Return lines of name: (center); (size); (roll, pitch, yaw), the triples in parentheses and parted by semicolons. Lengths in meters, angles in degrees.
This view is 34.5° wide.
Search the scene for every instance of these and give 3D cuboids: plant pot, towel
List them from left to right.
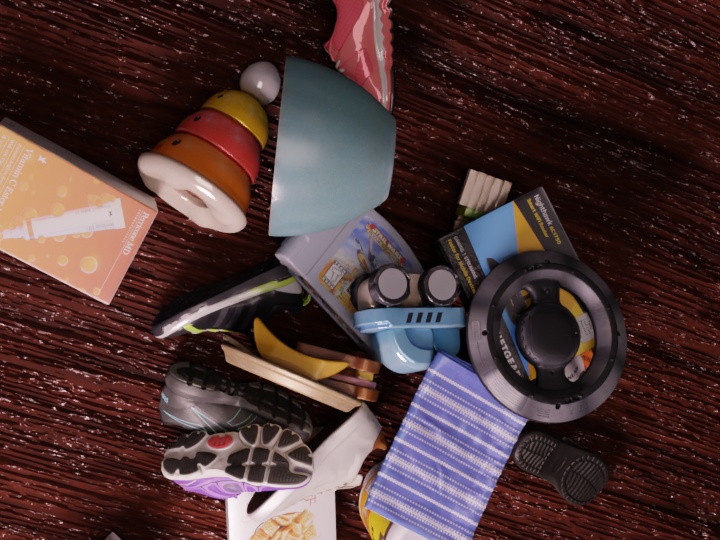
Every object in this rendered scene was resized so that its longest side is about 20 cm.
plant pot: (-0.030, -0.135, 1.325); (0.132, 0.200, 0.204); (5, 101, -5)
towel: (0.106, 0.210, 1.335); (0.143, 0.024, 0.202); (29, 81, -18)

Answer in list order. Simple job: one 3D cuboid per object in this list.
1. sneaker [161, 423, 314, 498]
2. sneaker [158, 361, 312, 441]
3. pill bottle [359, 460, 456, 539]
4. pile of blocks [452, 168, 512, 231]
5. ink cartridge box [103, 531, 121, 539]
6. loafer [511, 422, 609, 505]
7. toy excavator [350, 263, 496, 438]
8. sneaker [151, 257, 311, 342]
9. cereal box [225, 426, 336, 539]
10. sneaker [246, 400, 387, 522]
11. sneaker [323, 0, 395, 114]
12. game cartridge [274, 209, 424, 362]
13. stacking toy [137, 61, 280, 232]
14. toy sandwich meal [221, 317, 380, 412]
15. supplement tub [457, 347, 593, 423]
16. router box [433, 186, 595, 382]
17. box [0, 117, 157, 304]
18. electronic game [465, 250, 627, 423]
sneaker: (-0.141, 0.237, 1.403); (0.197, 0.082, 0.084); (-1, 141, 24)
sneaker: (-0.157, 0.179, 1.448); (0.197, 0.076, 0.080); (21, 110, -9)
pill bottle: (0.061, 0.307, 1.447); (0.107, 0.200, 0.111); (-3, 102, -12)
pile of blocks: (0.152, -0.028, 1.473); (0.080, 0.062, 0.204); (-6, 95, -9)
ink cartridge box: (-0.345, 0.439, 1.410); (0.200, 0.146, 0.086); (-45, 105, -1)
loafer: (0.261, 0.246, 1.548); (0.073, 0.071, 0.199); (-49, 127, 5)
toy excavator: (0.085, 0.100, 1.380); (0.191, 0.100, 0.204); (1, 82, -19)
sneaker: (-0.154, 0.056, 1.413); (0.197, 0.072, 0.084); (-22, 107, -8)
cereal box: (-0.103, 0.309, 1.494); (0.141, 0.040, 0.204); (-5, 102, -13)
sneaker: (-0.048, 0.257, 1.437); (0.199, 0.073, 0.085); (-40, 105, -6)
sneaker: (-0.001, -0.252, 1.396); (0.085, 0.074, 0.204); (-1, 100, 4)
game cartridge: (0.000, 0.000, 1.434); (0.200, 0.041, 0.134); (46, 74, -22)
stacking toy: (-0.156, -0.160, 1.360); (0.145, 0.146, 0.202); (34, 74, -17)
toy sandwich meal: (-0.069, 0.109, 1.387); (0.203, 0.205, 0.071); (25, 83, -16)
supplement tub: (0.193, 0.135, 1.482); (0.198, 0.123, 0.124); (-31, 106, -4)
router box: (0.198, 0.022, 1.409); (0.147, 0.051, 0.202); (-26, 85, -7)
box: (-0.348, -0.069, 1.329); (0.198, 0.097, 0.126); (28, 94, -17)
electronic game: (0.218, 0.076, 1.354); (0.196, 0.042, 0.204); (3, 76, -12)
